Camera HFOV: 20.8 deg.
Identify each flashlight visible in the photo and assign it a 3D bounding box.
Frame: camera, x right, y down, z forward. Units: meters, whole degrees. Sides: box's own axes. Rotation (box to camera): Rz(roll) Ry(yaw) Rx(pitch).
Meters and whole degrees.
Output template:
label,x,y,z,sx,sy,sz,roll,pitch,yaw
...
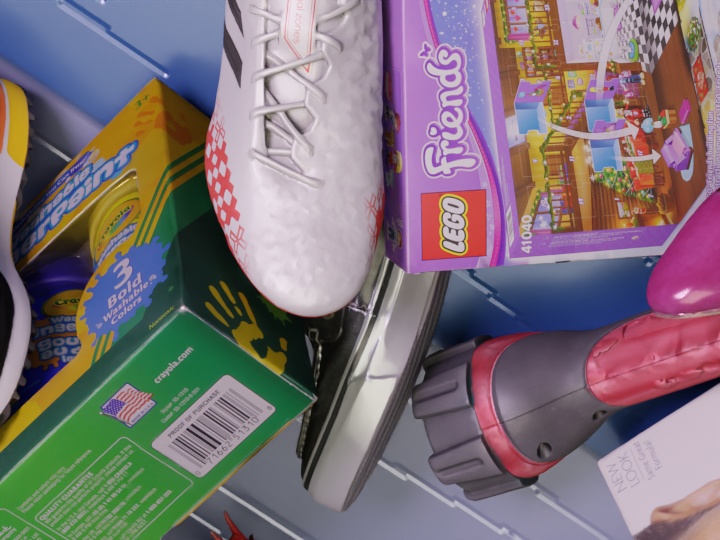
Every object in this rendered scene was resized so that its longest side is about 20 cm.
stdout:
label,x,y,z,sx,sy,sz,roll,pitch,yaw
flashlight,0.118,0.036,0.797,0.199,0.068,0.068,-21,140,30

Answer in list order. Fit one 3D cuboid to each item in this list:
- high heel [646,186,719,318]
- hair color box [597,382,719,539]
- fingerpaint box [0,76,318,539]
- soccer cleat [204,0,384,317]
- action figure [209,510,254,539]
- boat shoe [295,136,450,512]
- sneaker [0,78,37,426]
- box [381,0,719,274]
label,x,y,z,sx,sy,sz,roll,pitch,yaw
high heel,0.172,-0.062,0.737,0.199,0.067,0.097,-31,114,-20
hair color box,0.209,0.078,0.798,0.199,0.110,0.065,-36,144,18
fingerpaint box,-0.120,0.046,0.794,0.200,0.167,0.073,-42,121,19
soccer cleat,-0.022,-0.083,0.737,0.068,0.085,0.202,3,67,-6
action figure,-0.066,0.152,0.889,0.199,0.052,0.066,26,132,-12
boat shoe,0.000,0.000,0.829,0.070,0.072,0.202,18,100,8
sneaker,-0.181,-0.013,0.764,0.070,0.201,0.090,-36,132,30
box,0.076,-0.104,0.757,0.135,0.039,0.202,-4,102,-13
